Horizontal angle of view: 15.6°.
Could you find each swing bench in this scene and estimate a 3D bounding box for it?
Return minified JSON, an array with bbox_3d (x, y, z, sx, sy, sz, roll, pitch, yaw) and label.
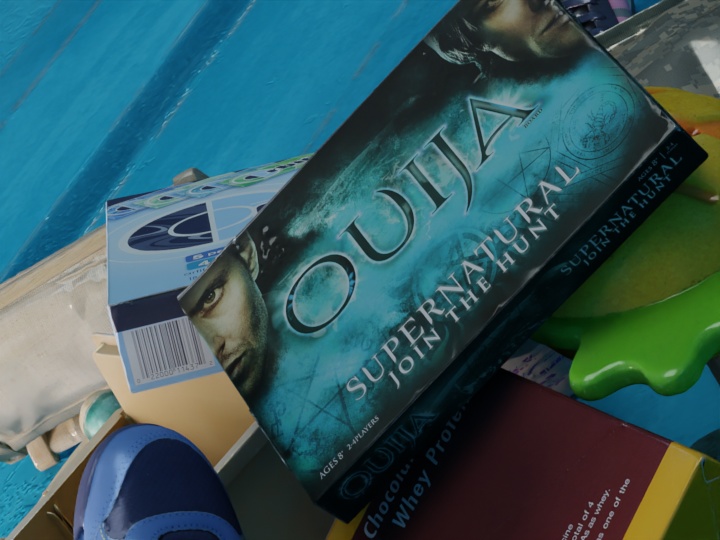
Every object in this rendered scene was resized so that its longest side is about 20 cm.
[{"bbox_3d":[-0.157,0.043,1.512,0.198,0.130,0.200,-29,7,13],"label":"swing bench"}]

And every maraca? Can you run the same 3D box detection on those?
[{"bbox_3d":[0.120,-0.008,1.050,0.137,0.107,0.200,-29,25,4],"label":"maraca"}]

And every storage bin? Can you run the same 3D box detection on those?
[{"bbox_3d":[-0.113,0.133,1.166,0.198,0.094,0.200,4,47,52],"label":"storage bin"}]

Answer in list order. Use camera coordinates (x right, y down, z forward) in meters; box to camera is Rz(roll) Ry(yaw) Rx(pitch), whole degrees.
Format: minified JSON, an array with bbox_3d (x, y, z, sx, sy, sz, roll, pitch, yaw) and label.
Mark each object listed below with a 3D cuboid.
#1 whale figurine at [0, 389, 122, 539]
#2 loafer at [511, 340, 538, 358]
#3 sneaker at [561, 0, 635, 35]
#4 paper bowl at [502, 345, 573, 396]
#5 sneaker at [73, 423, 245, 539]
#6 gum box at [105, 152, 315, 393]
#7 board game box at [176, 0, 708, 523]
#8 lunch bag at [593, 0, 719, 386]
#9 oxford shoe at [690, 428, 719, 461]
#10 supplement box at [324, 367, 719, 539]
[{"bbox_3d":[-0.105,0.134,1.336,0.199,0.160,0.104,-30,37,-27],"label":"whale figurine"},{"bbox_3d":[0.000,0.000,1.316,0.199,0.063,0.072,6,72,31],"label":"loafer"},{"bbox_3d":[0.130,-0.149,1.594,0.070,0.082,0.200,-30,27,11],"label":"sneaker"},{"bbox_3d":[0.047,0.003,1.419,0.200,0.105,0.201,-27,26,15],"label":"paper bowl"},{"bbox_3d":[-0.057,0.145,1.007,0.082,0.073,0.201,-45,51,48],"label":"sneaker"},{"bbox_3d":[-0.031,-0.010,1.208,0.169,0.045,0.200,-14,16,-3],"label":"gum box"},{"bbox_3d":[0.027,-0.016,1.040,0.200,0.028,0.135,-46,46,8],"label":"board game box"},{"bbox_3d":[0.189,-0.025,1.221,0.117,0.165,0.200,-28,26,3],"label":"lunch bag"},{"bbox_3d":[0.236,0.085,1.113,0.199,0.058,0.075,-13,24,12],"label":"oxford shoe"},{"bbox_3d":[0.077,0.158,1.014,0.200,0.132,0.198,21,83,60],"label":"supplement box"}]
